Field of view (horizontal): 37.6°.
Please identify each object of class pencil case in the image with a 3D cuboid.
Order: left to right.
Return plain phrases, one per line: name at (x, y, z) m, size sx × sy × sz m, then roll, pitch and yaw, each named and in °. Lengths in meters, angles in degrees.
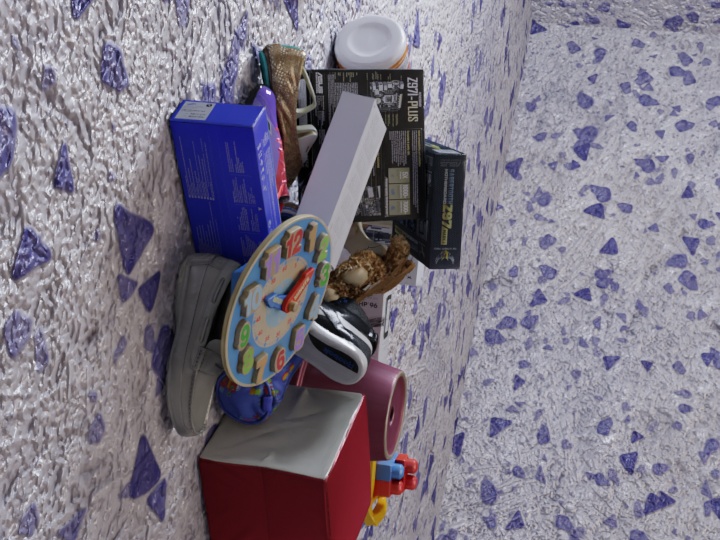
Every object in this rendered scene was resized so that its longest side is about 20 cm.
pencil case at (-0.112, 0.114, 1.354) m, size 0.200 × 0.086 × 0.079 m, roll -57°, pitch 154°, yaw -58°

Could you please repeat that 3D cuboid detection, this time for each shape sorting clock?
shape sorting clock at (-0.086, 0.035, 1.156) m, size 0.200 × 0.039 × 0.202 m, roll -44°, pitch 144°, yaw -43°

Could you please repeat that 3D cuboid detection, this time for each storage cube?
storage cube at (-0.090, 0.266, 1.350) m, size 0.201 × 0.168 × 0.182 m, roll -60°, pitch 152°, yaw -55°

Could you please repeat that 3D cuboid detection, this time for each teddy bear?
teddy bear at (0.000, 0.000, 1.454) m, size 0.199 × 0.067 × 0.145 m, roll -25°, pitch 163°, yaw -47°

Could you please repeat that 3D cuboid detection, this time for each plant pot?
plant pot at (-0.032, 0.195, 1.523) m, size 0.200 × 0.176 × 0.203 m, roll 8°, pitch 90°, yaw -76°

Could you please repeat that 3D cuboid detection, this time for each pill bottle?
pill bottle at (0.027, -0.289, 1.651) m, size 0.201 × 0.110 × 0.113 m, roll 76°, pitch 25°, yaw -56°

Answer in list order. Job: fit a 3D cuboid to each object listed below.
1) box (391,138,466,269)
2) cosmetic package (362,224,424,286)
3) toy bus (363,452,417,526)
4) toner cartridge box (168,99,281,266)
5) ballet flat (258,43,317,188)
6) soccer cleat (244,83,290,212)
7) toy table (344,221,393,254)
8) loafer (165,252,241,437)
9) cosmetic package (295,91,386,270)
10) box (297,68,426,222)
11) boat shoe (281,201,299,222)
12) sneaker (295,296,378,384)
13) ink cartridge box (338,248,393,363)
box at (0.094, -0.100, 1.503) m, size 0.200 × 0.050 × 0.160 m, roll -136°, pitch -132°, yaw -72°
cosmetic package at (0.036, -0.084, 1.711) m, size 0.052 × 0.148 × 0.204 m, roll 2°, pitch 95°, yaw -76°
toy bus at (-0.007, 0.341, 1.674) m, size 0.136 × 0.189 × 0.203 m, roll -39°, pitch 136°, yaw -71°
toner cartridge box at (-0.139, -0.082, 1.134) m, size 0.043 × 0.093 × 0.202 m, roll -66°, pitch 159°, yaw -48°
ballet flat at (-0.085, -0.188, 1.327) m, size 0.071 × 0.064 × 0.202 m, roll -115°, pitch -162°, yaw -51°
soccer cleat at (-0.113, -0.119, 1.260) m, size 0.068 × 0.072 × 0.203 m, roll 14°, pitch 84°, yaw -76°
toy table at (-0.013, -0.082, 1.588) m, size 0.184 × 0.115 × 0.203 m, roll -28°, pitch 123°, yaw -73°
loafer at (-0.168, 0.083, 1.150) m, size 0.070 × 0.069 × 0.204 m, roll -19°, pitch 115°, yaw -74°
cosmetic package at (-0.028, -0.111, 1.309) m, size 0.083 × 0.050 × 0.203 m, roll 63°, pitch 45°, yaw -69°
box at (0.000, -0.169, 1.427) m, size 0.086 × 0.161 × 0.204 m, roll -161°, pitch -112°, yaw -72°
boat shoe at (-0.095, -0.028, 1.405) m, size 0.201 × 0.071 × 0.073 m, roll 95°, pitch 6°, yaw -51°
sneaker at (-0.067, 0.054, 1.339) m, size 0.073 × 0.199 × 0.112 m, roll -49°, pitch -175°, yaw 29°
ink cartridge box at (-0.012, 0.059, 1.659) m, size 0.068 × 0.114 × 0.204 m, roll -26°, pitch 122°, yaw -74°
